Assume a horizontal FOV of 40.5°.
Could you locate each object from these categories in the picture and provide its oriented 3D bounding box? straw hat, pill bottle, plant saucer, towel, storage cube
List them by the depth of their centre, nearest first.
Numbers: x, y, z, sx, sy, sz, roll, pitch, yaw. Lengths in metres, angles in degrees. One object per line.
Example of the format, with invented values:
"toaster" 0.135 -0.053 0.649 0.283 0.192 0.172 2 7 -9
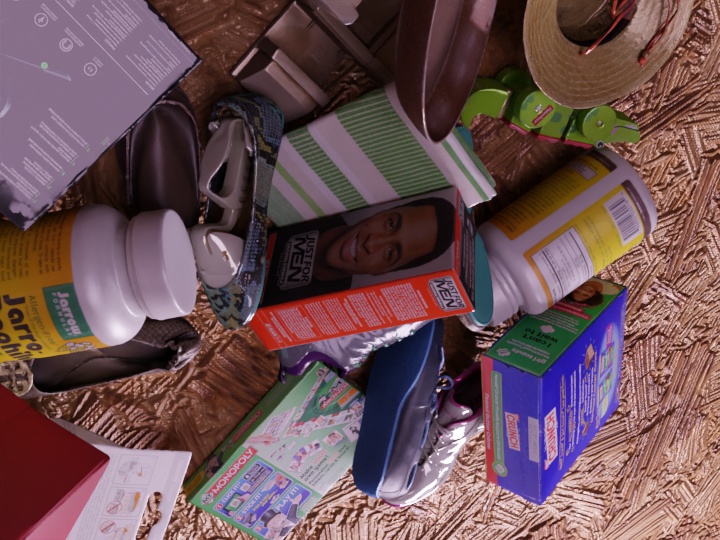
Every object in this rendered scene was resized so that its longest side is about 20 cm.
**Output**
"plant saucer" 0.066 -0.196 0.727 0.034 0.200 0.202 15 116 15
"pill bottle" -0.236 0.010 0.769 0.198 0.113 0.113 -9 123 7
"storage cube" -0.337 0.201 0.776 0.170 0.180 0.201 33 107 3
"towel" 0.001 -0.083 0.869 0.199 0.024 0.153 -21 131 28
"straw hat" 0.207 -0.252 0.901 0.200 0.085 0.202 -16 125 -24
"pill bottle" 0.194 -0.031 0.999 0.199 0.109 0.110 -34 126 -5

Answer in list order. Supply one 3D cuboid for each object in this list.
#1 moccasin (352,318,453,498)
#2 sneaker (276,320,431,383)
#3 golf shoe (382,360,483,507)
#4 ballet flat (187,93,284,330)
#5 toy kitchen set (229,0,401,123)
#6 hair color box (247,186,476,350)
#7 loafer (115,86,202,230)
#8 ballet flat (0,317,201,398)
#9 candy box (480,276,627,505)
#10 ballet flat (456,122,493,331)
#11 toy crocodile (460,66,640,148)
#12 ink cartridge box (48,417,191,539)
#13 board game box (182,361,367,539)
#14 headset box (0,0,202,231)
"moccasin" 0.045 0.138 1.024 0.068 0.080 0.201 22 87 -42
"sneaker" 0.008 0.058 0.976 0.198 0.074 0.088 -6 109 -12
"golf shoe" 0.085 0.172 1.064 0.200 0.075 0.092 -48 154 -4
"ballet flat" -0.114 -0.050 0.821 0.074 0.074 0.202 6 91 -28
"toy kitchen set" -0.011 -0.178 0.778 0.163 0.181 0.200 -47 126 5
"hair color box" 0.000 0.000 0.868 0.198 0.102 0.061 -12 135 19
"loafer" -0.163 -0.059 0.833 0.072 0.071 0.202 -10 120 -21
"ballet flat" -0.241 0.081 0.885 0.198 0.046 0.068 -6 118 -23
"candy box" 0.212 0.122 1.061 0.200 0.077 0.170 -37 132 -43
"ballet flat" 0.080 -0.041 0.936 0.068 0.075 0.202 -12 95 -49
"toy crocodile" 0.187 -0.152 0.957 0.199 0.068 0.062 8 118 -27
"ink cartridge box" -0.282 0.223 0.945 0.199 0.047 0.161 11 110 -32
"board game box" -0.073 0.192 1.038 0.200 0.029 0.134 -47 125 3
"headset box" -0.251 -0.155 0.715 0.200 0.093 0.174 -44 119 1
